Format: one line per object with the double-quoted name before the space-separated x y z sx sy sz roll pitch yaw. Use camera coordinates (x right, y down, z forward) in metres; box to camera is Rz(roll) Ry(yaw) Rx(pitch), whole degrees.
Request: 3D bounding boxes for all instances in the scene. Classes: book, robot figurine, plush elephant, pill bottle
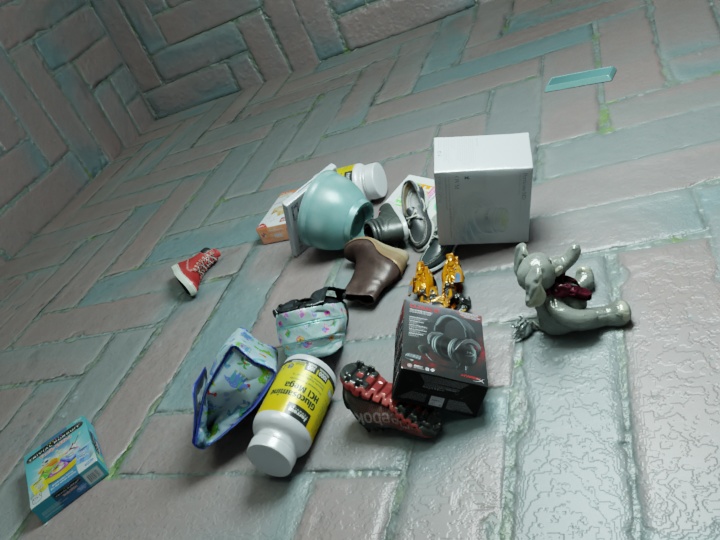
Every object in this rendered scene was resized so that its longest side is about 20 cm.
"book" 0.157 -0.174 1.706 0.134 0.048 0.199 -46 35 -19
"robot figurine" 0.152 0.051 1.344 0.142 0.059 0.201 -16 31 20
"plush elephant" 0.334 0.022 1.147 0.197 0.157 0.166 -22 30 7
"pill bottle" -0.124 0.258 1.190 0.111 0.114 0.201 -8 35 28
"pill bottle" -0.031 -0.235 1.869 0.197 0.116 0.115 -10 34 27

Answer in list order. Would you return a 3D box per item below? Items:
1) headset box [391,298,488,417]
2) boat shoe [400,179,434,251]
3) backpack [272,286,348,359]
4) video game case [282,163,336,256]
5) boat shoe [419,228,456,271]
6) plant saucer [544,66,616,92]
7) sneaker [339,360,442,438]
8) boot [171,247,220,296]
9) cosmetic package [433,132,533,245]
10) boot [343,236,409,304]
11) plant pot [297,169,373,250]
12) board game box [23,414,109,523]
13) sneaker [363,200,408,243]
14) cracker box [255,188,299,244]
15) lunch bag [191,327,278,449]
"headset box" 0.134 0.139 1.142 0.146 0.078 0.202 13 36 -2
"boat shoe" 0.132 -0.136 1.598 0.073 0.060 0.203 -25 45 30
"backpack" -0.096 0.110 1.334 0.164 0.129 0.200 -18 -2 2
"video game case" -0.124 -0.157 1.751 0.023 0.202 0.182 34 62 27
"boat shoe" 0.189 -0.074 1.504 0.075 0.061 0.200 6 44 43
"plant saucer" 0.638 -0.559 1.940 0.197 0.019 0.070 -1 39 38
"sneaker" 0.048 0.237 1.132 0.198 0.100 0.071 24 33 25
"boot" -0.457 -0.006 1.902 0.143 0.073 0.200 -32 27 -11
"cosmetic package" 0.255 -0.167 1.396 0.196 0.201 0.124 -3 46 8
"boot" 0.000 0.000 1.526 0.197 0.073 0.166 9 43 40
"plant pot" -0.049 -0.137 1.682 0.132 0.203 0.201 21 51 24
"board game box" -0.628 0.413 1.412 0.150 0.047 0.199 -36 32 -16
"sneaker" 0.047 -0.118 1.643 0.097 0.072 0.200 -13 23 -8
"cracker box" -0.207 -0.167 1.959 0.132 0.058 0.201 -10 35 28
"lunch bag" -0.254 0.229 1.284 0.202 0.126 0.170 -59 7 4
